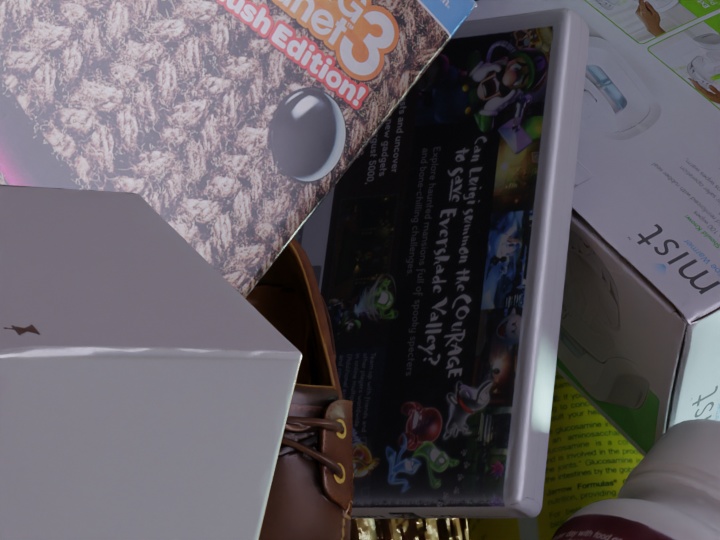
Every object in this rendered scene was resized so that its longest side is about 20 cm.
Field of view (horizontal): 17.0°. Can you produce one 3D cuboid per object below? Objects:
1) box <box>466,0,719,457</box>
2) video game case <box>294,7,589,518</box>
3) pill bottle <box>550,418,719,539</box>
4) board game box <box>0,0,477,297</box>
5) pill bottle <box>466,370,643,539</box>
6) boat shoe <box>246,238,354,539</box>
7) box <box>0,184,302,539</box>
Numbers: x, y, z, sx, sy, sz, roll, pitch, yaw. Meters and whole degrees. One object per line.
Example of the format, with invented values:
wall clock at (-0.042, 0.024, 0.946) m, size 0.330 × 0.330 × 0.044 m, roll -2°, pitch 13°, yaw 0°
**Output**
box at (0.133, -0.042, 1.018) m, size 0.176 × 0.200 × 0.097 m, roll -27°, pitch 143°, yaw -25°
video game case at (0.000, 0.000, 0.963) m, size 0.023 × 0.181 × 0.201 m, roll 30°, pitch 62°, yaw -52°
pill bottle at (0.096, 0.158, 0.885) m, size 0.200 × 0.114 × 0.114 m, roll -48°, pitch 111°, yaw -26°
board game box at (-0.085, -0.076, 0.878) m, size 0.159 × 0.097 × 0.200 m, roll 45°, pitch 67°, yaw -18°
pill bottle at (0.100, 0.090, 1.049) m, size 0.112 × 0.112 × 0.201 m, roll 17°, pitch 55°, yaw -35°
boat shoe at (-0.037, 0.068, 0.865) m, size 0.071 × 0.068 × 0.201 m, roll 9°, pitch 44°, yaw -15°
box at (-0.106, 0.089, 0.730) m, size 0.097 × 0.124 × 0.201 m, roll 2°, pitch 113°, yaw -31°
